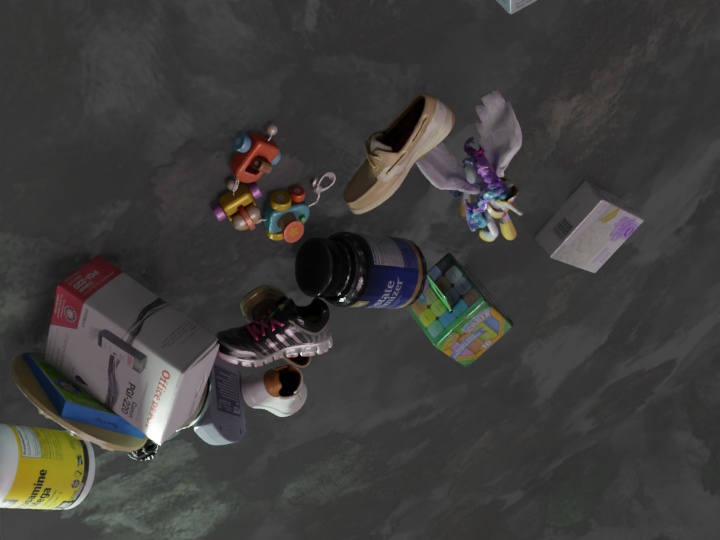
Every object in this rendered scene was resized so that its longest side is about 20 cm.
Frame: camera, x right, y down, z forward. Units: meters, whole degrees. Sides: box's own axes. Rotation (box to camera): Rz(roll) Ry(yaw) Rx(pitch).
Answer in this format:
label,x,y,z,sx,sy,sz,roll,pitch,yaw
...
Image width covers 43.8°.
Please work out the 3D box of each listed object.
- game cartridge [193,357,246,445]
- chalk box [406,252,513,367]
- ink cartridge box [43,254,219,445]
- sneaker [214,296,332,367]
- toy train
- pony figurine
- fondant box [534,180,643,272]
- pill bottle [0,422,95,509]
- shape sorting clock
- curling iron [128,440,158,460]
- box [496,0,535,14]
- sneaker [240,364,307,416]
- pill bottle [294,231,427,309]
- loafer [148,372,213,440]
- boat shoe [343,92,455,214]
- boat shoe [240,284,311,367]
label,x,y,z,sx,sy,sz,roll,pitch,yaw
game cartridge,-0.214,0.193,1.347,0.040,0.135,0.200,-12,165,4
chalk box,0.163,0.067,1.586,0.124,0.125,0.200,-42,146,10
ink cartridge box,-0.291,0.101,1.133,0.085,0.198,0.147,-48,167,-52
sneaker,-0.126,0.082,1.316,0.197,0.074,0.089,-6,120,-29
toy train,-0.111,-0.101,1.188,0.150,0.056,0.199,-46,145,16
pony figurine,0.176,-0.138,1.314,0.165,0.195,0.200,-29,166,-4
fondant box,0.440,-0.080,1.717,0.198,0.059,0.145,12,124,-50
pill bottle,-0.485,0.277,1.266,0.113,0.113,0.199,-46,146,16
shape sorting clock,-0.364,0.171,1.166,0.040,0.199,0.199,-57,145,1
curling iron,-0.304,0.234,1.452,0.049,0.026,0.200,40,100,-18
box,0.216,-0.434,1.025,0.182,0.105,0.201,-29,147,-9
sneaker,-0.119,0.199,1.500,0.084,0.074,0.200,-21,167,16
pill bottle,0.000,0.000,1.364,0.198,0.112,0.112,3,131,-45
loafer,-0.266,0.190,1.241,0.062,0.073,0.200,-4,152,-38
boat shoe,0.039,-0.166,1.240,0.200,0.074,0.069,-46,134,13
boat shoe,-0.123,0.090,1.405,0.071,0.065,0.200,-36,147,0
